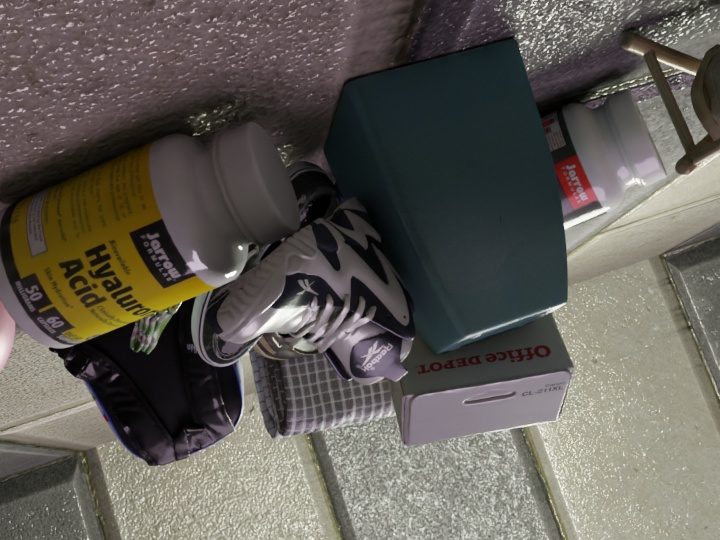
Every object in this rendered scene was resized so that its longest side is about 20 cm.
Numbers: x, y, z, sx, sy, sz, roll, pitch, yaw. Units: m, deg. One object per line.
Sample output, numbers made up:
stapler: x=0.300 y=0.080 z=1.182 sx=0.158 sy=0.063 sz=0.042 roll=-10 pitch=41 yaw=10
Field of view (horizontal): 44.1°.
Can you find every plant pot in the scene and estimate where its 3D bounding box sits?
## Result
plant pot: x=0.074 y=-0.046 z=0.703 sx=0.140 sy=0.202 sz=0.141 roll=-17 pitch=170 yaw=-13

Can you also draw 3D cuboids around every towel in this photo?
towel: x=-0.041 y=0.082 z=1.027 sx=0.164 sy=0.202 sz=0.085 roll=-7 pitch=171 yaw=-28
towel: x=-0.147 y=0.001 z=0.793 sx=0.150 sy=0.031 sz=0.200 roll=-55 pitch=-176 yaw=-23

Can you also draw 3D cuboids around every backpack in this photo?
backpack: x=-0.225 y=0.118 z=1.034 sx=0.198 sy=0.192 sz=0.154 roll=-20 pitch=-174 yaw=2

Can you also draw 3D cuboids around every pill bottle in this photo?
pill bottle: x=-0.148 y=-0.029 z=0.627 sx=0.199 sy=0.112 sz=0.111 roll=-22 pitch=170 yaw=11
pill bottle: x=0.194 y=-0.098 z=0.895 sx=0.199 sy=0.117 sz=0.116 roll=-24 pitch=169 yaw=22

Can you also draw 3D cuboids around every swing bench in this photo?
swing bench: x=0.363 y=-0.185 z=0.717 sx=0.199 sy=0.131 sz=0.199 roll=-13 pitch=167 yaw=-36

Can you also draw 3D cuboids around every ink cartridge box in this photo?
ink cartridge box: x=0.086 y=0.043 z=0.795 sx=0.144 sy=0.201 sz=0.083 roll=-8 pitch=139 yaw=-6

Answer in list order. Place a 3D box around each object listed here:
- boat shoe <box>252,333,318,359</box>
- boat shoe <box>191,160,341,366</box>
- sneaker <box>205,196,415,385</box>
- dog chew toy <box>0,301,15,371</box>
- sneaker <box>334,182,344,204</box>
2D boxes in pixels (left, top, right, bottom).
boat shoe: x=-0.076 y=0.049 z=0.880 sx=0.073 sy=0.075 sz=0.200 roll=8 pitch=167 yaw=28
boat shoe: x=-0.076 y=0.008 z=0.748 sx=0.073 sy=0.068 sz=0.200 roll=28 pitch=105 yaw=-34
sneaker: x=-0.017 y=0.034 z=0.621 sx=0.079 sy=0.130 sz=0.199 roll=-35 pitch=-177 yaw=22
dog chew toy: x=-0.346 y=0.051 z=0.676 sx=0.124 sy=0.126 sz=0.199 roll=-10 pitch=174 yaw=-43
sneaker: x=0.050 y=-0.061 z=0.886 sx=0.078 sy=0.091 sz=0.199 roll=-25 pitch=165 yaw=29
